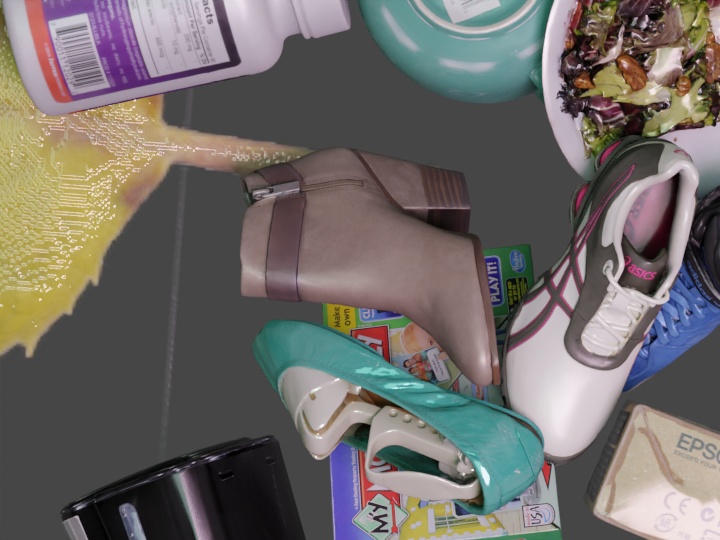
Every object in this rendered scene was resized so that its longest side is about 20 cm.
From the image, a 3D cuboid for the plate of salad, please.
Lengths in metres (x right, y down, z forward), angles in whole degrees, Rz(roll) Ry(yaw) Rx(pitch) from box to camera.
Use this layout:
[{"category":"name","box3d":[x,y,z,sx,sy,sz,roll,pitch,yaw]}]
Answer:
[{"category":"plate of salad","box3d":[0.196,-0.132,1.334,0.200,0.048,0.200,-10,111,-29]}]

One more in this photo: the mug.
[{"category":"mug","box3d":[0.087,-0.175,1.357,0.185,0.114,0.152,20,92,5]}]

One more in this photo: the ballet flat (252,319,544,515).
[{"category":"ballet flat","box3d":[0.008,0.086,1.291,0.200,0.070,0.067,22,136,23]}]

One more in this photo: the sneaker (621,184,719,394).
[{"category":"sneaker","box3d":[0.196,0.009,1.349,0.200,0.111,0.077,-35,87,4]}]

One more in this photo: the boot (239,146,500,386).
[{"category":"boot","box3d":[0.000,0.000,1.345,0.146,0.200,0.070,-4,130,-5]}]

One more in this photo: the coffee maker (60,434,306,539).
[{"category":"coffee maker","box3d":[-0.069,0.205,1.360,0.192,0.135,0.200,-19,87,8]}]

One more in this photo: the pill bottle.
[{"category":"pill bottle","box3d":[-0.112,-0.168,1.377,0.200,0.111,0.112,-12,89,5]}]

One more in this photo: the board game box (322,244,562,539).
[{"category":"board game box","box3d":[0.047,0.081,1.353,0.134,0.029,0.200,-7,57,4]}]

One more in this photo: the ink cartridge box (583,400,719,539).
[{"category":"ink cartridge box","box3d":[0.238,0.145,1.318,0.200,0.165,0.075,21,90,4]}]

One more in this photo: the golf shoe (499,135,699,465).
[{"category":"golf shoe","box3d":[0.137,0.017,1.280,0.077,0.088,0.200,19,90,-10]}]
